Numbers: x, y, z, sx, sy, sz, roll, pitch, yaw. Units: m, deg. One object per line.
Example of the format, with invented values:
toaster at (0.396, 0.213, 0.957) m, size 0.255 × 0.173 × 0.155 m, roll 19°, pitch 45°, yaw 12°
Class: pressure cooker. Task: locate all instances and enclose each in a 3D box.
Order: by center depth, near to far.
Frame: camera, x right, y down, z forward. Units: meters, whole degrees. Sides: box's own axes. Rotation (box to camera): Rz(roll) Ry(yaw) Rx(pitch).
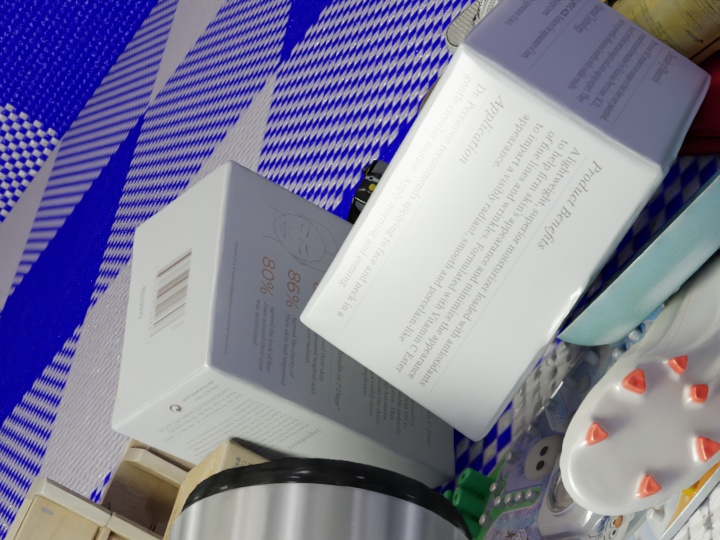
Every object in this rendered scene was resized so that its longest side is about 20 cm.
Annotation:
pressure cooker at (-0.026, 0.222, 0.965) m, size 0.179 × 0.174 × 0.202 m, roll -46°, pitch 31°, yaw 51°

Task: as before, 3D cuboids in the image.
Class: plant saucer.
plant saucer at (0.182, -0.027, 0.972) m, size 0.200 × 0.027 × 0.200 m, roll -45°, pitch -5°, yaw -5°

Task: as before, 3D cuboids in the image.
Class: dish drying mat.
dish drying mat at (0.209, -0.107, 1.149) m, size 0.077 × 0.018 × 0.200 m, roll -62°, pitch 17°, yaw -7°

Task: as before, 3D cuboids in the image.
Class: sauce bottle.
sauce bottle at (0.179, -0.145, 1.154) m, size 0.199 × 0.066 × 0.066 m, roll -36°, pitch 29°, yaw 38°

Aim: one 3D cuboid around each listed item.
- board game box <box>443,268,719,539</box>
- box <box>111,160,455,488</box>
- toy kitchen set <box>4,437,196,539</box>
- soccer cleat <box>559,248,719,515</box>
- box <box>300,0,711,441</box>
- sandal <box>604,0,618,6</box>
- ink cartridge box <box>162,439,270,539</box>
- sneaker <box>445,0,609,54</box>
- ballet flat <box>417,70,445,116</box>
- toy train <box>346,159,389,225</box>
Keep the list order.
board game box at (0.118, 0.118, 1.036) m, size 0.201 × 0.026 × 0.200 m, roll -54°, pitch 19°, yaw 19°
box at (-0.043, 0.052, 1.177) m, size 0.106 × 0.199 × 0.154 m, roll -31°, pitch 43°, yaw 40°
toy kitchen set at (-0.125, 0.189, 1.303) m, size 0.165 × 0.199 × 0.180 m, roll -65°, pitch 19°, yaw -15°
soccer cleat at (0.167, 0.048, 0.921) m, size 0.200 × 0.069 × 0.078 m, roll -47°, pitch 1°, yaw -20°
box at (0.089, -0.045, 1.075) m, size 0.200 × 0.130 × 0.200 m, roll -58°, pitch -4°, yaw 27°
sandal at (0.227, -0.192, 1.205) m, size 0.199 × 0.045 × 0.076 m, roll -38°, pitch 31°, yaw 30°
ink cartridge box at (-0.052, 0.229, 1.102) m, size 0.075 × 0.164 × 0.201 m, roll -41°, pitch 25°, yaw 51°
sneaker at (0.113, -0.208, 1.303) m, size 0.200 × 0.082 × 0.079 m, roll -36°, pitch 33°, yaw 56°
ballet flat at (0.122, -0.170, 1.426) m, size 0.200 × 0.068 × 0.072 m, roll -48°, pitch 1°, yaw 33°
toy train at (0.000, 0.000, 1.275) m, size 0.046 × 0.034 × 0.201 m, roll -56°, pitch -13°, yaw -34°
